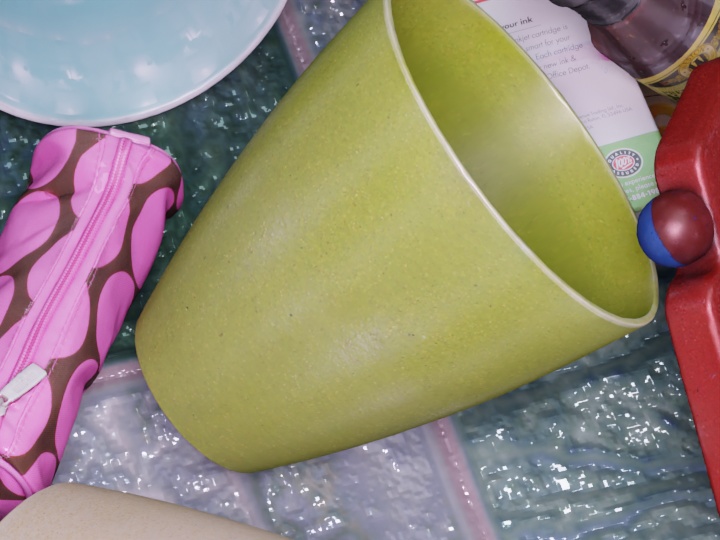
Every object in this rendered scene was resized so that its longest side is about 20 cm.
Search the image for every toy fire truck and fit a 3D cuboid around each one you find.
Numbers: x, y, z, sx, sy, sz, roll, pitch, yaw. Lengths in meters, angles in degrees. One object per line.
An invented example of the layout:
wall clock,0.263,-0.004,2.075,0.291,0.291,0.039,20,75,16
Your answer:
toy fire truck,0.187,0.002,0.949,0.168,0.112,0.201,-25,102,-53

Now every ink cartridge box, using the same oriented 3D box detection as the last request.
ink cartridge box,0.075,-0.094,1.074,0.116,0.067,0.201,-16,67,-8

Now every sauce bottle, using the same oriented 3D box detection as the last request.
sauce bottle,0.154,-0.119,1.024,0.199,0.066,0.066,18,46,-47

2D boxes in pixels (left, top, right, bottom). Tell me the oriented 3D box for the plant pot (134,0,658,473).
plant pot,0.000,0.000,0.936,0.187,0.200,0.188,42,25,-25

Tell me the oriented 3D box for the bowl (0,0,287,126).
bowl,-0.136,-0.184,1.049,0.199,0.202,0.105,-11,42,-17

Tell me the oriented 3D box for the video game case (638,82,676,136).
video game case,0.176,-0.128,1.156,0.181,0.023,0.200,-29,68,-24

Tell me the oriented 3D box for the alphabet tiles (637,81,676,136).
alphabet tiles,0.228,-0.074,1.115,0.166,0.008,0.201,-9,61,-15

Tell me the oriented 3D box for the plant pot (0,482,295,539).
plant pot,-0.067,0.175,0.848,0.199,0.188,0.187,31,57,25

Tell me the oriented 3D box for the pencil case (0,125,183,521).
pencil case,-0.146,0.020,0.962,0.090,0.094,0.201,18,57,1
